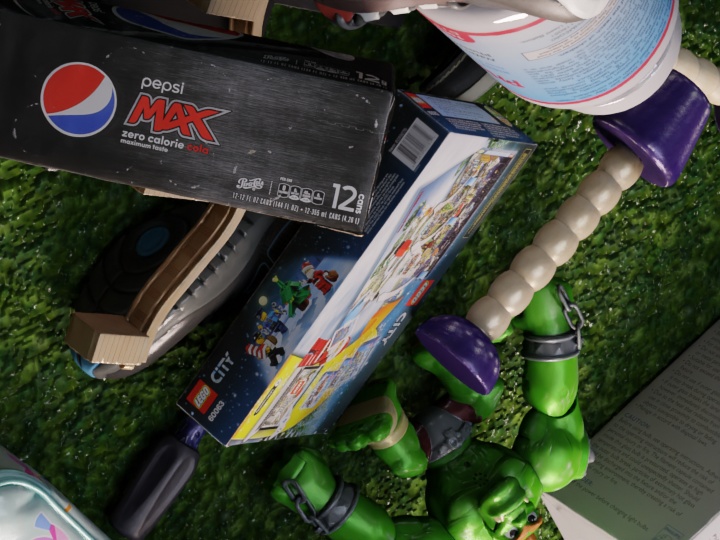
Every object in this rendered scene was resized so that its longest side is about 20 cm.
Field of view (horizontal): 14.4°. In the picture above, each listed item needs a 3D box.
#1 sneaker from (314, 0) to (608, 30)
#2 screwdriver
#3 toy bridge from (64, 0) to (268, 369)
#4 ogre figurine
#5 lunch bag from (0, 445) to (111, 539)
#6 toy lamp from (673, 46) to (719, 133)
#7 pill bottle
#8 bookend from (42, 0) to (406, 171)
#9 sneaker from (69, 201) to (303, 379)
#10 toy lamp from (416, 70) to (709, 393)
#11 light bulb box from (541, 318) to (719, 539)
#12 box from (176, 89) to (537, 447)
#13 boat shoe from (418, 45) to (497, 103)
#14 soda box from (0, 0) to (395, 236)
[{"bbox_3d":[0.018,-0.144,1.274,0.077,0.200,0.082,-43,153,-55],"label":"sneaker"},{"bbox_3d":[-0.070,0.060,1.524,0.200,0.028,0.029,-54,163,-4],"label":"screwdriver"},{"bbox_3d":[-0.081,-0.044,1.342,0.067,0.027,0.200,5,111,-43],"label":"toy bridge"},{"bbox_3d":[0.056,0.100,1.600,0.200,0.098,0.120,-45,115,-31],"label":"ogre figurine"},{"bbox_3d":[-0.191,0.189,1.460,0.160,0.077,0.200,-47,132,-9],"label":"lunch bag"},{"bbox_3d":[0.190,-0.114,1.617,0.200,0.058,0.058,22,98,-42],"label":"toy lamp"},{"bbox_3d":[0.092,-0.142,1.380,0.109,0.109,0.200,-57,155,0],"label":"pill bottle"},{"bbox_3d":[-0.065,-0.145,1.382,0.200,0.092,0.199,7,109,-41],"label":"bookend"},{"bbox_3d":[-0.062,-0.007,1.465,0.200,0.073,0.082,-43,132,-11],"label":"sneaker"},{"bbox_3d":[0.113,-0.026,1.532,0.200,0.058,0.058,-49,132,-10],"label":"toy lamp"},{"bbox_3d":[0.247,0.153,1.745,0.200,0.125,0.198,-41,130,-15],"label":"light bulb box"},{"bbox_3d":[0.000,0.000,1.475,0.200,0.038,0.137,-54,163,13],"label":"box"},{"bbox_3d":[0.090,-0.169,1.519,0.068,0.072,0.200,36,95,-6],"label":"boat shoe"},{"bbox_3d":[-0.087,-0.075,1.268,0.199,0.063,0.071,12,105,-3],"label":"soda box"}]
